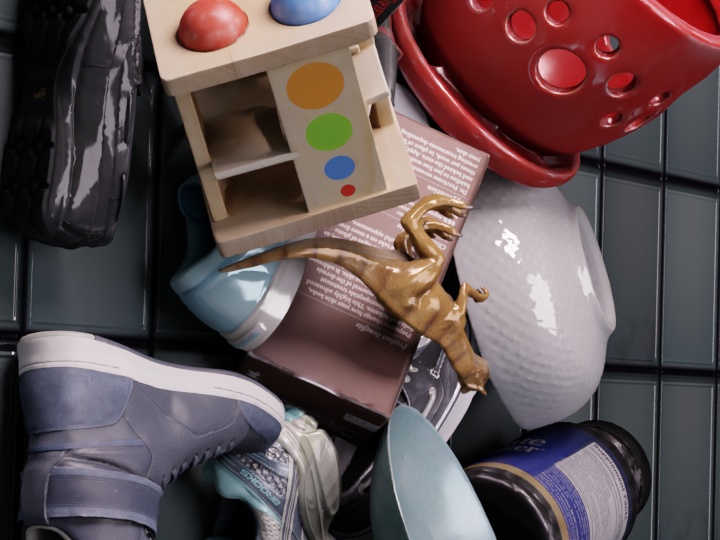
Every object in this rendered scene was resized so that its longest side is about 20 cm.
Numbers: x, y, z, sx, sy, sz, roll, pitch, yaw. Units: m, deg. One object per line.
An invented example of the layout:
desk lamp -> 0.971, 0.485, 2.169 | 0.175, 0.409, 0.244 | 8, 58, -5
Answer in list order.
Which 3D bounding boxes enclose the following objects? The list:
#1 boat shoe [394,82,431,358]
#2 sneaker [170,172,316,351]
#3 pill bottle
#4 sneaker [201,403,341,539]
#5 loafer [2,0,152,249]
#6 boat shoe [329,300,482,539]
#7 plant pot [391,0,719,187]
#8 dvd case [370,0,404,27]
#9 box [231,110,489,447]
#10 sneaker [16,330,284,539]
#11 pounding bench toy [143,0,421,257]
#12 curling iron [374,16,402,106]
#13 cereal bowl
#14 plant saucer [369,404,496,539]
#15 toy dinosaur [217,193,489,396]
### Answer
boat shoe -> 0.015, -0.028, 1.714 | 0.070, 0.071, 0.201 | 121, -36, -65
sneaker -> -0.068, -0.051, 1.569 | 0.082, 0.074, 0.200 | 36, 44, -27
pill bottle -> 0.137, 0.176, 1.868 | 0.200, 0.112, 0.112 | -22, 109, -58
sneaker -> -0.059, 0.184, 1.599 | 0.086, 0.078, 0.201 | -25, 120, -28
loafer -> -0.151, -0.112, 1.423 | 0.070, 0.068, 0.201 | 11, 88, -45
boat shoe -> 0.022, 0.090, 1.723 | 0.200, 0.072, 0.068 | -61, 140, -28
plant pot -> 0.131, -0.170, 1.743 | 0.200, 0.182, 0.201 | 38, 24, -21
dvd case -> 0.027, -0.221, 1.633 | 0.022, 0.200, 0.146 | 24, 62, -13
box -> 0.000, 0.000, 1.620 | 0.075, 0.100, 0.200 | 125, -11, -63
sneaker -> -0.120, 0.125, 1.457 | 0.202, 0.077, 0.147 | 17, 64, -47
pounding bench toy -> -0.058, -0.143, 1.502 | 0.200, 0.124, 0.156 | -107, 180, -48
curling iron -> 0.014, -0.137, 1.654 | 0.200, 0.025, 0.050 | -100, -169, -69
cereal bowl -> 0.131, 0.009, 1.821 | 0.200, 0.083, 0.201 | -16, 90, -78
plant saucer -> 0.048, 0.185, 1.613 | 0.201, 0.039, 0.201 | 58, 17, -28
toy dinosaur -> 0.023, 0.004, 1.538 | 0.200, 0.060, 0.106 | 35, 64, -25
